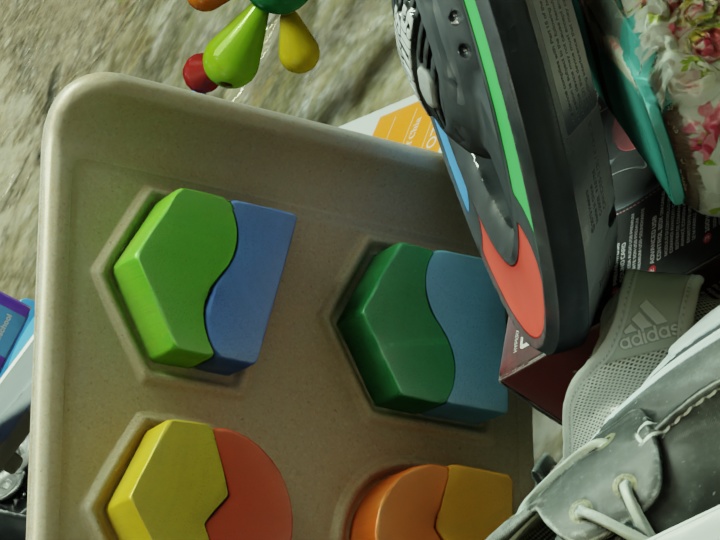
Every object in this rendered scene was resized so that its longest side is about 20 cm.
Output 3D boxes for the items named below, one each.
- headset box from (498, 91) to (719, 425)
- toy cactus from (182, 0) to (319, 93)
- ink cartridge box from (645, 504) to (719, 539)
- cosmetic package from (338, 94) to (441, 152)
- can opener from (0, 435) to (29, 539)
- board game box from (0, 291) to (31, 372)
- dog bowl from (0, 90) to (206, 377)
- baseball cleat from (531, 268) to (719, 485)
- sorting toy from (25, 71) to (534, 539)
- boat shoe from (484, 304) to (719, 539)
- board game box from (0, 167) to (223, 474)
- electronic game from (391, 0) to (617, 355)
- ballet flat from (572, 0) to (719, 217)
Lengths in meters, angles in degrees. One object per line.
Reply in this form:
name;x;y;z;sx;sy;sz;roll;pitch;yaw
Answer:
headset box;0.130;-0.034;0.837;0.200;0.075;0.149;-33;33;40
toy cactus;-0.014;-0.170;1.195;0.200;0.102;0.165;-57;16;-7
ink cartridge box;0.157;0.070;0.567;0.200;0.145;0.084;-33;68;41
cosmetic package;0.000;0.000;1.040;0.200;0.071;0.102;-20;44;53
can opener;-0.094;0.101;1.102;0.200;0.079;0.063;-3;56;49
board game box;-0.172;0.081;0.852;0.135;0.045;0.200;-65;9;-20
dog bowl;-0.112;0.010;1.259;0.200;0.050;0.111;-56;25;2
baseball cleat;0.130;0.025;0.729;0.200;0.106;0.070;-41;10;27
sorting toy;-0.017;0.049;0.819;0.036;0.185;0.200;-20;63;54
boat shoe;0.081;0.076;0.703;0.200;0.072;0.071;-48;-5;32
board game box;-0.109;0.041;0.941;0.200;0.026;0.200;-53;8;1
electronic game;0.031;-0.072;0.770;0.042;0.200;0.200;-17;29;-4
ballet flat;0.097;-0.075;0.796;0.064;0.076;0.200;-22;32;-1
